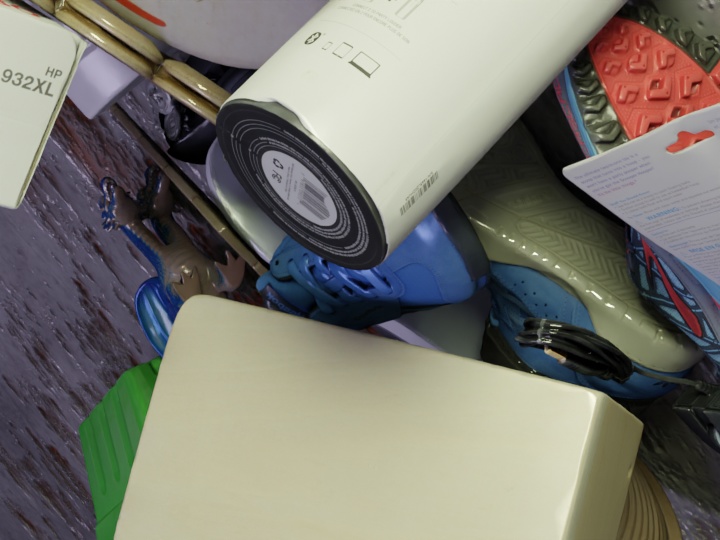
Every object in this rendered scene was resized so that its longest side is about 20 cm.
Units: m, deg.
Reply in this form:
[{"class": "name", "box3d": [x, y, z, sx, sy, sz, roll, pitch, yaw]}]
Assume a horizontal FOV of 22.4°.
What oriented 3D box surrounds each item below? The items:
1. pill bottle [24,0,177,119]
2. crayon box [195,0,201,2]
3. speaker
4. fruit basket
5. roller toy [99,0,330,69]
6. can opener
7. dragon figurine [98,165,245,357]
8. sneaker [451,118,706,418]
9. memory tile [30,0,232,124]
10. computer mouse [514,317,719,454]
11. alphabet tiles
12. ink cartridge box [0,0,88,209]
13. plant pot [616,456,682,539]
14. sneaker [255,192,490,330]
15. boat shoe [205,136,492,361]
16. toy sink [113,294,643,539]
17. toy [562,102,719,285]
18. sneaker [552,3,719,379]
[{"class": "pill bottle", "box3d": [-0.171, -0.182, 0.938, 0.200, 0.120, 0.120, 50, 152, -7]}, {"class": "crayon box", "box3d": [0.009, -0.189, 0.592, 0.052, 0.200, 0.126, 55, 169, 53]}, {"class": "speaker", "box3d": [0.041, -0.096, 0.669, 0.081, 0.200, 0.081, 35, 156, 18]}, {"class": "fruit basket", "box3d": [-0.091, 0.157, 1.263, 0.216, 0.155, 0.216, 43, 145, 40]}, {"class": "roller toy", "box3d": [-0.045, -0.186, 0.734, 0.182, 0.140, 0.200, -5, 133, 50]}, {"class": "can opener", "box3d": [-0.056, -0.113, 0.942, 0.200, 0.078, 0.064, -47, 60, 57]}, {"class": "dragon figurine", "box3d": [-0.105, 0.027, 1.158, 0.099, 0.059, 0.200, 25, 138, 59]}, {"class": "sneaker", "box3d": [0.070, -0.002, 0.880, 0.200, 0.077, 0.111, 37, 142, 6]}, {"class": "memory tile", "box3d": [-0.098, -0.097, 0.828, 0.200, 0.017, 0.153, 34, -179, -16]}, {"class": "computer mouse", "box3d": [0.143, 0.061, 0.801, 0.200, 0.034, 0.059, 21, 175, -31]}, {"class": "alphabet tiles", "box3d": [-0.063, -0.011, 1.034, 0.167, 0.008, 0.200, 46, 179, 44]}, {"class": "ink cartridge box", "box3d": [-0.234, -0.110, 0.788, 0.145, 0.084, 0.200, 15, -168, -40]}, {"class": "plant pot", "box3d": [0.069, 0.128, 0.925, 0.201, 0.201, 0.093, 32, 146, 26]}, {"class": "sneaker", "box3d": [0.000, 0.000, 0.826, 0.066, 0.078, 0.200, 60, 166, -3]}, {"class": "boat shoe", "box3d": [0.001, -0.008, 0.966, 0.200, 0.070, 0.066, 31, 167, -9]}, {"class": "toy sink", "box3d": [0.011, 0.101, 0.823, 0.199, 0.131, 0.112, 12, 172, 20]}, {"class": "toy", "box3d": [0.188, -0.015, 0.682, 0.200, 0.047, 0.115, 35, 148, -24]}, {"class": "sneaker", "box3d": [0.132, -0.020, 0.771, 0.200, 0.079, 0.095, 54, 154, -12]}]
